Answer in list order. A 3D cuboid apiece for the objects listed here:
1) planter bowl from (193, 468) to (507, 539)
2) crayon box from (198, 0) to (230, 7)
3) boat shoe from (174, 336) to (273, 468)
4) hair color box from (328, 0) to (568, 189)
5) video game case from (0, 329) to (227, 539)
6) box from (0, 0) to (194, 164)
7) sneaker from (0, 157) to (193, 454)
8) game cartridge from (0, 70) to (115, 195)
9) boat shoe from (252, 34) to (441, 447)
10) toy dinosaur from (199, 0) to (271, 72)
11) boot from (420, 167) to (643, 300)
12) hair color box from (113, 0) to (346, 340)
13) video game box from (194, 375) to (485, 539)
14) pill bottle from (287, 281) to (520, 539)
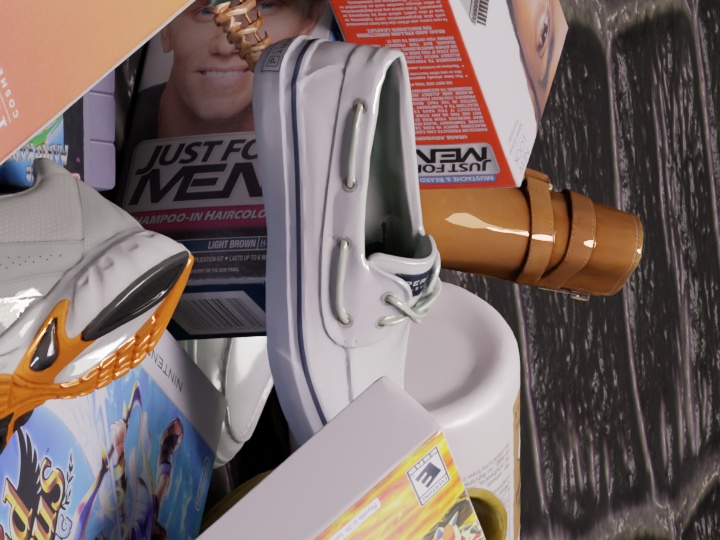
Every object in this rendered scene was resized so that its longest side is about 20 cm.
[{"bbox_3d":[-0.032,0.149,1.368,0.200,0.083,0.201,-36,154,-21],"label":"planter bowl"},{"bbox_3d":[-0.070,-0.222,1.199,0.051,0.127,0.201,-22,78,-26],"label":"crayon box"},{"bbox_3d":[-0.043,-0.001,1.418,0.072,0.068,0.201,58,37,-50],"label":"boat shoe"},{"bbox_3d":[0.032,-0.144,1.353,0.201,0.064,0.111,68,31,-44],"label":"hair color box"},{"bbox_3d":[-0.126,0.102,1.247,0.181,0.045,0.201,53,42,-53],"label":"video game case"},{"bbox_3d":[-0.143,-0.143,1.079,0.200,0.106,0.153,-48,127,-46],"label":"box"},{"bbox_3d":[-0.162,0.025,1.140,0.200,0.092,0.076,-32,153,-39],"label":"sneaker"},{"bbox_3d":[-0.153,-0.096,1.210,0.200,0.038,0.131,2,83,-67],"label":"game cartridge"},{"bbox_3d":[0.000,0.000,1.272,0.074,0.066,0.201,-42,128,-53],"label":"boat shoe"},{"bbox_3d":[-0.083,-0.186,1.310,0.136,0.102,0.201,-12,102,-60],"label":"toy dinosaur"},{"bbox_3d":[0.064,-0.019,1.503,0.200,0.154,0.077,9,97,-88],"label":"boot"},{"bbox_3d":[-0.049,-0.071,1.368,0.061,0.099,0.201,48,46,-53],"label":"hair color box"},{"bbox_3d":[-0.030,0.166,1.246,0.200,0.047,0.183,-41,146,-14],"label":"video game box"},{"bbox_3d":[0.023,0.112,1.485,0.115,0.114,0.201,-65,160,-46],"label":"pill bottle"}]
